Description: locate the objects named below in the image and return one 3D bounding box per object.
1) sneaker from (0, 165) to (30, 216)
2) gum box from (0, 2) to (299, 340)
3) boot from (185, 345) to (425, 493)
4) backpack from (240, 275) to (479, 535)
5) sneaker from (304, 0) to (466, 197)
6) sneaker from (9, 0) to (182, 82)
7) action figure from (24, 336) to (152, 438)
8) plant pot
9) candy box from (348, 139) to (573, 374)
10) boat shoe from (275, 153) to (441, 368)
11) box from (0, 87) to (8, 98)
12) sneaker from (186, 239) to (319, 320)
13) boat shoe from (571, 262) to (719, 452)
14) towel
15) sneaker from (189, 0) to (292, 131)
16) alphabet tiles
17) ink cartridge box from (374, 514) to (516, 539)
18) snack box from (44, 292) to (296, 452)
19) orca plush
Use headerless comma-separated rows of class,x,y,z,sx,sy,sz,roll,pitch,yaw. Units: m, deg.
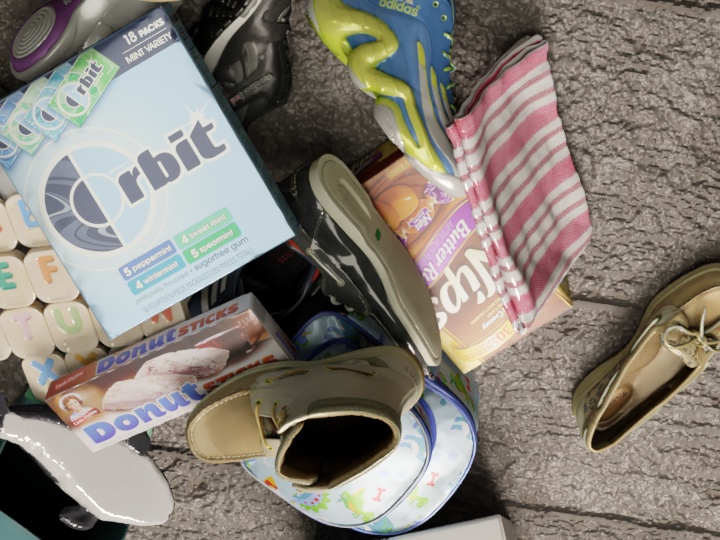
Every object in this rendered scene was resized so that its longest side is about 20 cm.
sneaker,-0.193,-0.069,1.314,0.199,0.078,0.099,15,151,-16
gum box,-0.169,-0.075,1.242,0.170,0.045,0.200,-28,101,8
boot,-0.054,0.121,1.235,0.199,0.155,0.072,-16,103,12
backpack,-0.002,0.132,1.395,0.200,0.147,0.183,34,114,-15
sneaker,0.048,-0.158,1.255,0.105,0.076,0.200,-37,88,7
sneaker,-0.178,-0.204,1.274,0.200,0.075,0.100,-36,137,15
action figure,-0.209,0.059,1.388,0.118,0.055,0.200,17,135,-10
plant pot,-0.324,0.240,1.470,0.141,0.142,0.200,42,122,-19
candy box,0.076,-0.022,1.365,0.116,0.057,0.200,-34,114,17
boat shoe,0.000,0.000,1.312,0.067,0.072,0.200,-26,111,25
box,-0.387,-0.069,1.264,0.200,0.199,0.131,-40,112,19
sneaker,-0.099,0.030,1.378,0.075,0.085,0.200,30,115,-14
boat shoe,0.263,0.080,1.411,0.073,0.063,0.200,32,114,-14
towel,0.133,-0.068,1.290,0.030,0.146,0.201,0,124,35
sneaker,-0.083,-0.177,1.286,0.087,0.076,0.200,22,121,-27
alphabet tiles,-0.242,0.023,1.325,0.199,0.015,0.196,-7,118,14
ink cartridge box,0.045,0.281,1.470,0.199,0.146,0.085,-13,78,6
snack box,-0.155,0.085,1.328,0.199,0.024,0.072,-24,126,18
orca plush,-0.255,0.164,1.413,0.199,0.071,0.106,17,89,-32
